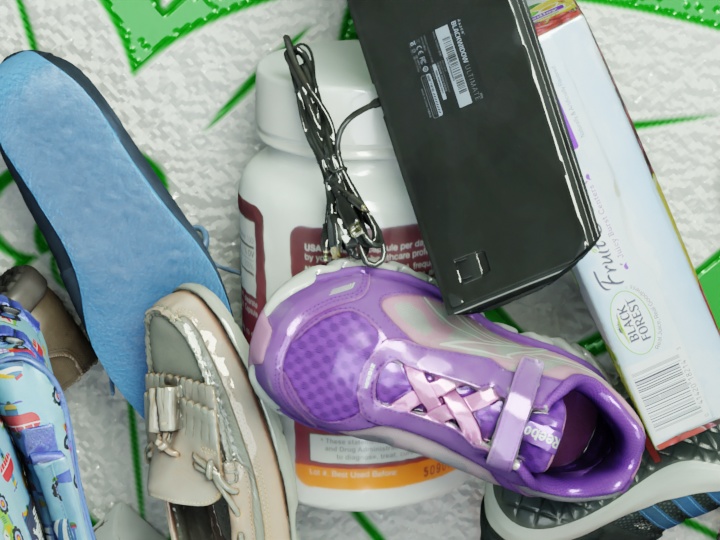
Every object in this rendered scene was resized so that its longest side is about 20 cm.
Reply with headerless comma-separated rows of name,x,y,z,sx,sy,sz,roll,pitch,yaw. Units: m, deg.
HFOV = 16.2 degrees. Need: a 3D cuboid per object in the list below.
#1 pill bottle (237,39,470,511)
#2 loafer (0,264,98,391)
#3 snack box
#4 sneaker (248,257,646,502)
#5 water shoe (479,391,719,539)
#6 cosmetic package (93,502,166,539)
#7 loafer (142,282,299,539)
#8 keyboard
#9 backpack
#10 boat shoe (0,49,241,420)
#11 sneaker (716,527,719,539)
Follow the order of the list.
pill bottle,0.000,0.000,1.184,0.113,0.114,0.202,-1,109,-3
loafer,-0.199,0.093,1.223,0.071,0.073,0.200,37,102,-13
snack box,0.110,-0.035,1.163,0.053,0.142,0.201,-23,108,3
sneaker,0.047,0.055,1.108,0.199,0.088,0.081,18,100,-28
water shoe,0.149,0.095,1.255,0.198,0.072,0.079,-14,153,-15
cosmetic package,-0.076,0.222,1.253,0.200,0.113,0.081,43,101,-13
loafer,-0.066,0.108,1.158,0.063,0.072,0.201,-26,108,-29
keyboard,0.023,-0.078,1.078,0.126,0.021,0.201,-22,79,26
backpack,-0.183,0.114,1.095,0.133,0.200,0.184,-14,103,-8
boat shoe,-0.109,-0.019,1.197,0.084,0.069,0.201,-21,107,-1
sneaker,0.255,0.139,1.219,0.199,0.079,0.096,-15,112,43
